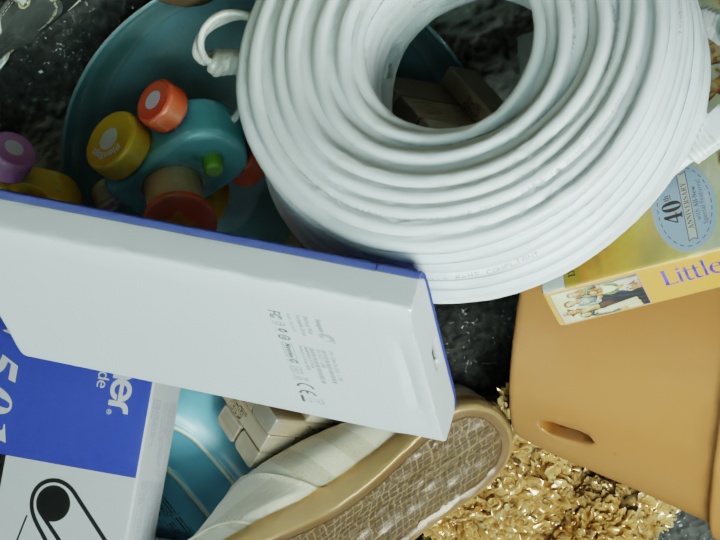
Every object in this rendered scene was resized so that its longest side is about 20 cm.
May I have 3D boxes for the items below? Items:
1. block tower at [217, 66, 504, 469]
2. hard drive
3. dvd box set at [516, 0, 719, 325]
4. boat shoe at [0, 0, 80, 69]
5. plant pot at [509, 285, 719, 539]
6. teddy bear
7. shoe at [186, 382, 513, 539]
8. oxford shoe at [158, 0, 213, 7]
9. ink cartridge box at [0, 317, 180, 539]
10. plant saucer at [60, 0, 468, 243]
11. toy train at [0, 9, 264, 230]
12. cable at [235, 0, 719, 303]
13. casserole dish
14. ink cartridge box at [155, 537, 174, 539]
[{"bbox_3d":[0.000,0.000,1.290,0.058,0.054,0.200,7,124,-42],"label":"block tower"},{"bbox_3d":[-0.063,0.019,1.207,0.199,0.025,0.132,11,155,14],"label":"hard drive"},{"bbox_3d":[0.169,-0.065,1.199,0.199,0.147,0.029,-14,143,16],"label":"dvd box set"},{"bbox_3d":[-0.166,-0.121,1.253,0.200,0.068,0.072,-40,111,18],"label":"boat shoe"},{"bbox_3d":[0.149,0.021,1.280,0.139,0.200,0.201,9,120,12],"label":"plant pot"},{"bbox_3d":[0.057,0.108,1.386,0.145,0.067,0.200,-37,113,21],"label":"teddy bear"},{"bbox_3d":[-0.021,0.117,1.302,0.200,0.053,0.070,-33,126,-6],"label":"shoe"},{"bbox_3d":[-0.027,-0.193,1.223,0.200,0.073,0.084,-40,148,8],"label":"oxford shoe"},{"bbox_3d":[-0.142,0.100,1.306,0.094,0.044,0.201,9,86,15],"label":"ink cartridge box"},{"bbox_3d":[-0.040,-0.054,1.315,0.199,0.027,0.201,0,119,-1],"label":"plant saucer"},{"bbox_3d":[-0.134,-0.051,1.237,0.199,0.056,0.150,-7,141,-6],"label":"toy train"},{"bbox_3d":[0.045,-0.083,1.186,0.200,0.200,0.069,-46,151,-3],"label":"cable"},{"bbox_3d":[-0.078,0.121,1.387,0.121,0.039,0.200,-19,120,30],"label":"casserole dish"},{"bbox_3d":[-0.106,0.208,1.387,0.199,0.084,0.145,7,131,15],"label":"ink cartridge box"}]
